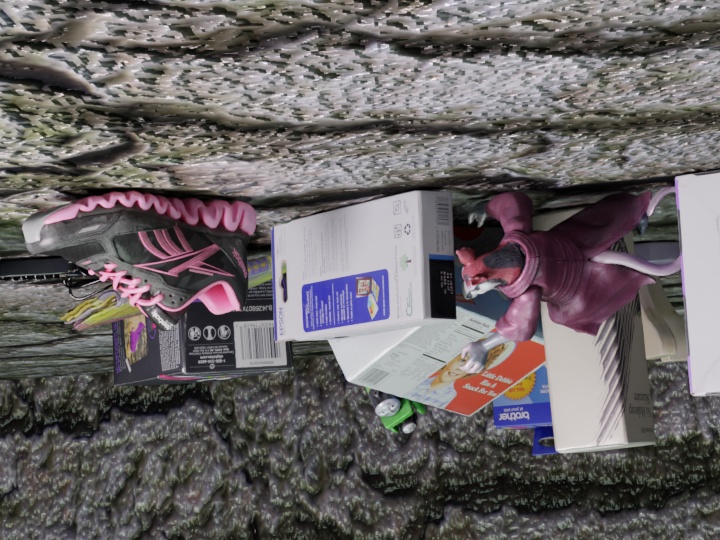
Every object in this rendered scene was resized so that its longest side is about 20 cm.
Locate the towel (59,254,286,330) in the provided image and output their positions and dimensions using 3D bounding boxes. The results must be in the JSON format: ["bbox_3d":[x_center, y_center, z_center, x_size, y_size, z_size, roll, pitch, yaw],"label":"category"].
[{"bbox_3d":[-0.155,0.014,1.840,0.199,0.023,0.143,-14,175,-29],"label":"towel"}]

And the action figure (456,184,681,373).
[{"bbox_3d":[0.150,0.004,1.594,0.148,0.135,0.199,-9,175,39],"label":"action figure"}]

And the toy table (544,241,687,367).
[{"bbox_3d":[0.272,0.040,2.150,0.182,0.118,0.200,-3,174,-7],"label":"toy table"}]

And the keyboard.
[{"bbox_3d":[-0.234,0.008,1.852,0.198,0.040,0.104,-4,175,-7],"label":"keyboard"}]

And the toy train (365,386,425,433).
[{"bbox_3d":[0.002,0.056,1.808,0.042,0.201,0.056,-35,142,13],"label":"toy train"}]

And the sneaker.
[{"bbox_3d":[-0.153,-0.005,1.491,0.199,0.096,0.079,3,173,-42],"label":"sneaker"}]

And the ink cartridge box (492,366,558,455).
[{"bbox_3d":[0.226,0.115,2.446,0.135,0.202,0.076,-7,173,31],"label":"ink cartridge box"}]

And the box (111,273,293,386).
[{"bbox_3d":[-0.160,0.056,2.055,0.121,0.107,0.200,-1,174,-25],"label":"box"}]

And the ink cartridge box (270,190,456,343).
[{"bbox_3d":[0.000,0.000,1.623,0.039,0.100,0.199,2,173,-37],"label":"ink cartridge box"}]

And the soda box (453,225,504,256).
[{"bbox_3d":[0.072,-0.003,1.808,0.199,0.069,0.063,1,172,-39],"label":"soda box"}]

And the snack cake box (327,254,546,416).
[{"bbox_3d":[0.072,0.052,1.737,0.115,0.068,0.199,-38,150,20],"label":"snack cake box"}]

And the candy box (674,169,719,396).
[{"bbox_3d":[0.326,0.012,1.620,0.071,0.169,0.199,-7,173,35],"label":"candy box"}]

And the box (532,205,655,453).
[{"bbox_3d":[0.196,0.050,1.744,0.068,0.202,0.082,-9,174,25],"label":"box"}]
